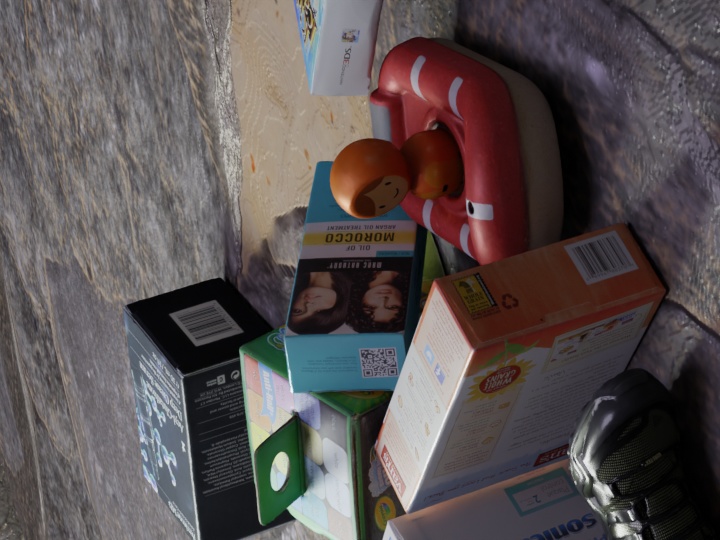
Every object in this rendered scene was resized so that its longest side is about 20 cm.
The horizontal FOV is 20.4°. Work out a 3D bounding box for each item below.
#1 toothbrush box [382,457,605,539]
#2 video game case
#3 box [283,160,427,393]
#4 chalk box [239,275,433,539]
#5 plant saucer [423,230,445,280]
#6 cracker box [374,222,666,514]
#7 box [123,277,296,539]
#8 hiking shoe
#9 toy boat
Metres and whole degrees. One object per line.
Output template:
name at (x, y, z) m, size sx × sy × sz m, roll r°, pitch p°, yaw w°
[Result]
toothbrush box at (0.082, 0.231, 1.366) m, size 0.086 × 0.145 × 0.201 m, roll 59°, pitch 155°, yaw 29°
video game case at (-0.017, -0.251, 1.334) m, size 0.182 × 0.045 × 0.201 m, roll 99°, pitch 165°, yaw -48°
box at (0.000, 0.000, 1.363) m, size 0.201 × 0.082 × 0.049 m, roll -82°, pitch -12°, yaw -52°
chalk box at (-0.002, 0.104, 1.380) m, size 0.123 × 0.199 × 0.125 m, roll 30°, pitch 133°, yaw 42°
plant saucer at (0.012, 0.011, 1.539) m, size 0.200 × 0.031 × 0.201 m, roll 50°, pitch 148°, yaw 47°
cracker box at (0.094, 0.064, 1.237) m, size 0.058 × 0.133 × 0.201 m, roll 61°, pitch 154°, yaw 28°
box at (-0.142, 0.135, 1.893) m, size 0.148 × 0.106 × 0.201 m, roll 42°, pitch 142°, yaw 52°
hiking shoe at (0.183, 0.149, 1.184) m, size 0.101 × 0.075 × 0.201 m, roll 34°, pitch 145°, yaw 46°
toy boat at (0.042, -0.067, 1.276) m, size 0.200 × 0.130 × 0.132 m, roll 35°, pitch 137°, yaw 58°
